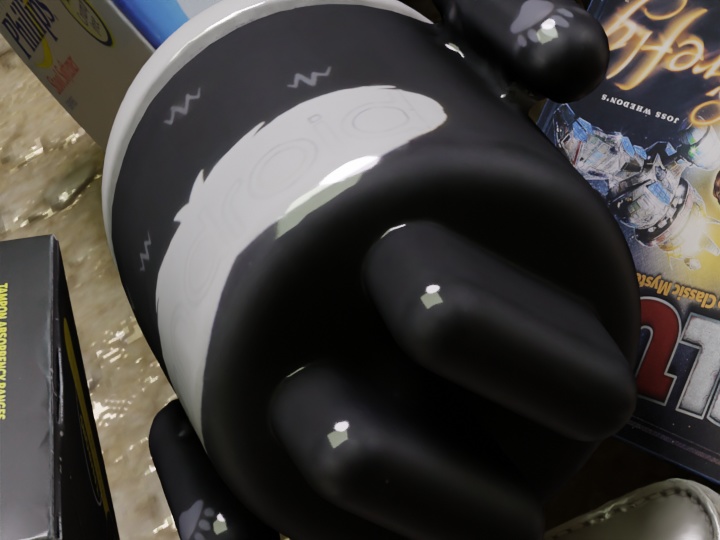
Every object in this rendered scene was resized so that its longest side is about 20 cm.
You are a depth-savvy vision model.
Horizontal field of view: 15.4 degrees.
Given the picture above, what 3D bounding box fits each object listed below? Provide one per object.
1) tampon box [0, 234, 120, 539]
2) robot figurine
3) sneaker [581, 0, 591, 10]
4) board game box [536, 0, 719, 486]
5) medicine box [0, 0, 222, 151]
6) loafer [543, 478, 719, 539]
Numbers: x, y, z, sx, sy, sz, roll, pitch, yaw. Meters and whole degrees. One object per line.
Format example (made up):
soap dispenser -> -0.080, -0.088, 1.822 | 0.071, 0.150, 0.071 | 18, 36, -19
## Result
tampon box -> -0.167, 0.095, 0.726 | 0.199, 0.151, 0.127 | -7, 38, -1
robot figurine -> 0.002, 0.000, 0.721 | 0.150, 0.125, 0.200 | -23, 31, -8
sneaker -> 0.163, -0.095, 0.828 | 0.115, 0.076, 0.200 | -36, 36, -26
board game box -> 0.121, -0.004, 0.732 | 0.200, 0.035, 0.136 | 22, 87, 47
medicine box -> -0.024, -0.139, 0.904 | 0.200, 0.103, 0.182 | -45, 5, -13
loafer -> 0.015, 0.116, 0.687 | 0.200, 0.070, 0.070 | -37, 38, -4
